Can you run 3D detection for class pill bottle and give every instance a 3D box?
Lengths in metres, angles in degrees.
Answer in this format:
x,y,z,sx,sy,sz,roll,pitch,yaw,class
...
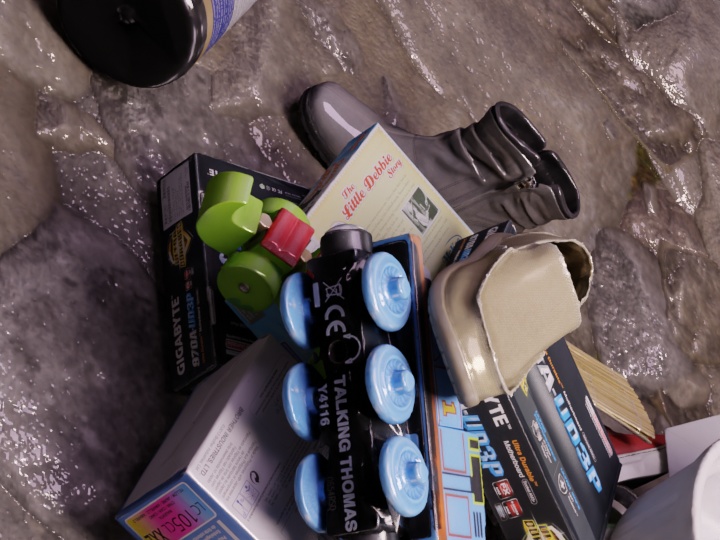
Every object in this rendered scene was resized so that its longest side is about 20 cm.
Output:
x,y,z,sx,sy,sz,roll,pitch,yaw,class
-0.120,-0.219,1.484,0.112,0.112,0.200,48,39,-10,pill bottle

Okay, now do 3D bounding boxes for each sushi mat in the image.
x,y,z,sx,sy,sz,roll,pitch,yaw,class
0.129,0.056,1.553,0.199,0.012,0.096,33,15,-18,sushi mat

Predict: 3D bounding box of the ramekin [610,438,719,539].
x,y,z,sx,sy,sz,roll,pitch,yaw,class
0.256,0.220,1.427,0.200,0.098,0.202,26,47,-32,ramekin

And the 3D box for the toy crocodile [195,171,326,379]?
x,y,z,sx,sy,sz,roll,pitch,yaw,class
-0.024,0.013,1.309,0.200,0.062,0.068,44,46,-17,toy crocodile

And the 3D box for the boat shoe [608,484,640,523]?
x,y,z,sx,sy,sz,roll,pitch,yaw,class
0.237,0.213,1.566,0.200,0.072,0.068,46,73,-31,boat shoe

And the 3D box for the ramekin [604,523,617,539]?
x,y,z,sx,sy,sz,roll,pitch,yaw,class
0.166,0.272,1.453,0.199,0.098,0.201,26,48,-33,ramekin

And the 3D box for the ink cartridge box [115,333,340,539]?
x,y,z,sx,sy,sz,roll,pitch,yaw,class
-0.033,0.160,1.284,0.200,0.076,0.137,45,40,-12,ink cartridge box

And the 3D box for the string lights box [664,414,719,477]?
x,y,z,sx,sy,sz,roll,pitch,yaw,class
0.312,0.177,1.612,0.200,0.102,0.059,50,31,-49,string lights box

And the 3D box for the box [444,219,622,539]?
x,y,z,sx,sy,sz,roll,pitch,yaw,class
0.107,0.089,1.402,0.201,0.046,0.159,65,22,-15,box

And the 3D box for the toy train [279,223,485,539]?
x,y,z,sx,sy,sz,roll,pitch,yaw,class
0.013,0.075,1.237,0.114,0.086,0.202,16,64,-56,toy train

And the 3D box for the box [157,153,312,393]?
x,y,z,sx,sy,sz,roll,pitch,yaw,class
-0.041,0.021,1.439,0.199,0.046,0.160,16,54,-39,box

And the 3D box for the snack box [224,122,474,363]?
x,y,z,sx,sy,sz,roll,pitch,yaw,class
0.000,0.000,1.416,0.116,0.037,0.200,49,42,-11,snack box

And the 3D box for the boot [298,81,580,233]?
x,y,z,sx,sy,sz,roll,pitch,yaw,class
0.062,-0.093,1.569,0.200,0.131,0.070,39,42,-20,boot

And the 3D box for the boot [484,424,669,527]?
x,y,z,sx,sy,sz,roll,pitch,yaw,class
0.149,0.103,1.578,0.199,0.072,0.145,-3,65,-43,boot

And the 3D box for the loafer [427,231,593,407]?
x,y,z,sx,sy,sz,roll,pitch,yaw,class
0.093,0.018,1.264,0.200,0.068,0.076,-55,126,-64,loafer
